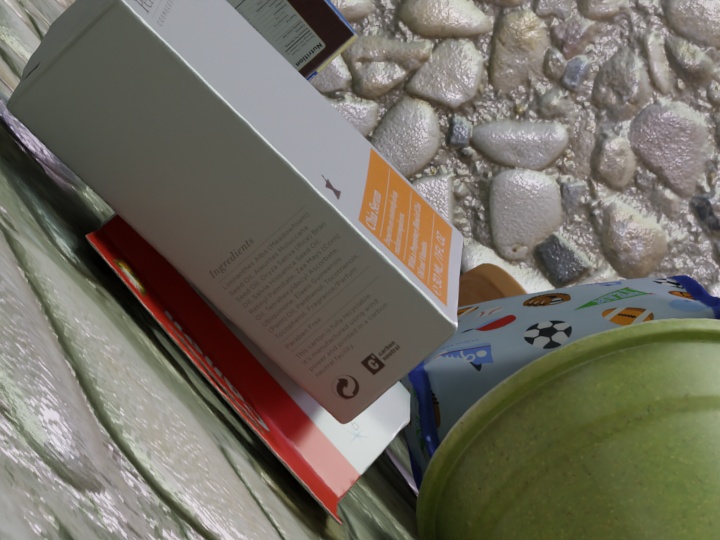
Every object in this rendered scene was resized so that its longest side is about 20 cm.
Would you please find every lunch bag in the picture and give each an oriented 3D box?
[{"bbox_3d":[0.105,0.067,1.196,0.200,0.169,0.124,-116,-163,-78],"label":"lunch bag"}]

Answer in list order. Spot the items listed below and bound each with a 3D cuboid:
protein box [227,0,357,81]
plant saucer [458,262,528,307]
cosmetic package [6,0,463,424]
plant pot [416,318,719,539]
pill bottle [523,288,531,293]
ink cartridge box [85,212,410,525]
[{"bbox_3d":[-0.116,-0.227,1.876,0.200,0.135,0.199,49,4,-4],"label":"protein box"},{"bbox_3d":[0.097,0.095,1.404,0.200,0.037,0.201,160,-90,-77],"label":"plant saucer"},{"bbox_3d":[-0.048,-0.041,0.961,0.200,0.071,0.101,44,20,-15],"label":"cosmetic package"},{"bbox_3d":[0.146,0.156,1.005,0.200,0.200,0.184,45,18,-45],"label":"plant pot"},{"bbox_3d":[0.109,0.074,1.688,0.113,0.113,0.200,51,4,26],"label":"pill bottle"},{"bbox_3d":[-0.045,0.024,0.992,0.160,0.047,0.200,49,3,-3],"label":"ink cartridge box"}]
